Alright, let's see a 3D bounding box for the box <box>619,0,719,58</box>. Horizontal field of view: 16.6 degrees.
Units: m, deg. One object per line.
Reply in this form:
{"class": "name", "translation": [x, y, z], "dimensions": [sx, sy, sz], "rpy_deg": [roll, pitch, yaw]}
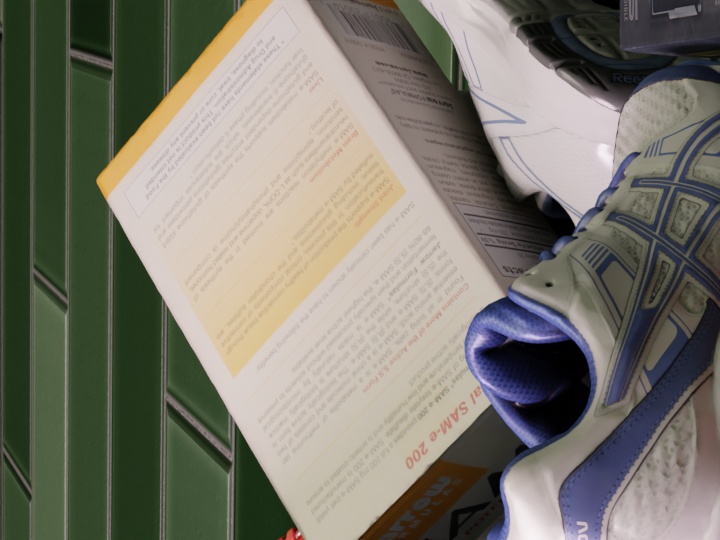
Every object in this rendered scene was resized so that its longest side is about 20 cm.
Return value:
{"class": "box", "translation": [0.126, -0.165, 0.707], "dimensions": [0.158, 0.051, 0.201], "rpy_deg": [-176, 86, -74]}

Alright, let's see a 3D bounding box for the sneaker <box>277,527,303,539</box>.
{"class": "sneaker", "translation": [-0.039, 0.164, 1.210], "dimensions": [0.202, 0.107, 0.067], "rpy_deg": [106, 157, -46]}

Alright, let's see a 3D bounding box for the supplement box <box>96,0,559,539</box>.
{"class": "supplement box", "translation": [0.000, 0.000, 0.934], "dimensions": [0.126, 0.073, 0.200], "rpy_deg": [-46, 59, 25]}

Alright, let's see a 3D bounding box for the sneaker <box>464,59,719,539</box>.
{"class": "sneaker", "translation": [0.074, 0.005, 0.679], "dimensions": [0.201, 0.088, 0.076], "rpy_deg": [-86, 7, -50]}

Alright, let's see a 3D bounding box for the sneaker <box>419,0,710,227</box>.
{"class": "sneaker", "translation": [0.063, -0.070, 0.907], "dimensions": [0.200, 0.074, 0.088], "rpy_deg": [-118, 26, -59]}

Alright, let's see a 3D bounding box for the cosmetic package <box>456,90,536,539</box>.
{"class": "cosmetic package", "translation": [0.030, 0.033, 1.025], "dimensions": [0.101, 0.071, 0.201], "rpy_deg": [147, 121, -72]}
